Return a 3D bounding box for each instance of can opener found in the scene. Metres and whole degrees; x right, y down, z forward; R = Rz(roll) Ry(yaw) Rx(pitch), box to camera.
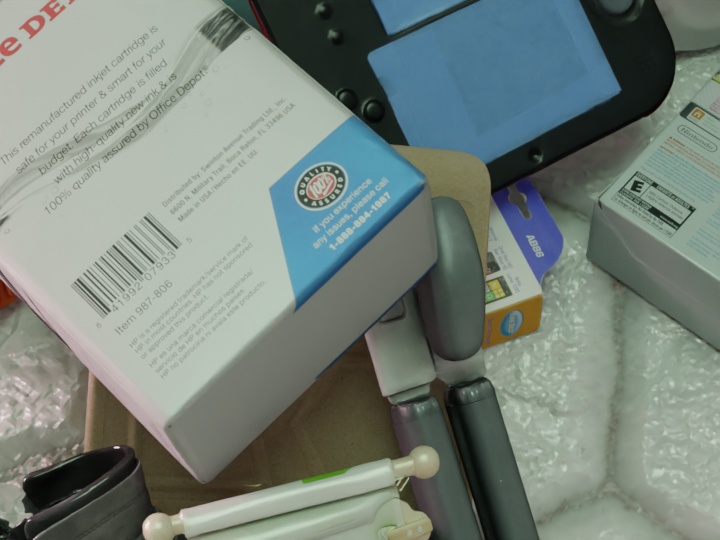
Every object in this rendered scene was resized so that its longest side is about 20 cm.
[{"bbox_3d":[0.042,0.069,0.785,0.052,0.066,0.201,-16,92,-14],"label":"can opener"}]

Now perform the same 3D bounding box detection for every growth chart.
[{"bbox_3d":[-0.028,0.180,0.724,0.144,0.018,0.201,-8,99,-9],"label":"growth chart"}]

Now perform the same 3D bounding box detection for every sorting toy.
[{"bbox_3d":[-0.034,0.036,0.822,0.184,0.036,0.201,4,83,-11],"label":"sorting toy"}]

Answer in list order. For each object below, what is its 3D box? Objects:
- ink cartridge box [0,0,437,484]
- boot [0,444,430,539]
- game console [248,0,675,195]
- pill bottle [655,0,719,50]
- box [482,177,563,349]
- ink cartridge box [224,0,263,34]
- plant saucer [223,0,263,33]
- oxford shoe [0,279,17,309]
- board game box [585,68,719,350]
[{"bbox_3d":[-0.087,-0.035,0.740,0.145,0.084,0.200,-43,68,-12],"label":"ink cartridge box"},{"bbox_3d":[-0.073,0.128,0.742,0.200,0.132,0.070,-29,19,-10],"label":"boot"},{"bbox_3d":[0.051,-0.129,0.877,0.199,0.031,0.177,-27,99,-17],"label":"game console"},{"bbox_3d":[0.171,-0.233,0.987,0.113,0.113,0.201,-14,58,-7],"label":"pill bottle"},{"bbox_3d":[0.000,0.000,0.891,0.199,0.042,0.119,-18,59,-12],"label":"box"},{"bbox_3d":[-0.056,-0.145,0.952,0.119,0.042,0.201,-17,56,-5],"label":"ink cartridge box"},{"bbox_3d":[-0.097,-0.188,0.949,0.200,0.019,0.070,29,65,21],"label":"plant saucer"},{"bbox_3d":[-0.190,-0.045,0.914,0.073,0.071,0.200,18,51,24],"label":"oxford shoe"},{"bbox_3d":[0.235,-0.047,0.898,0.147,0.064,0.200,37,67,21],"label":"board game box"}]
